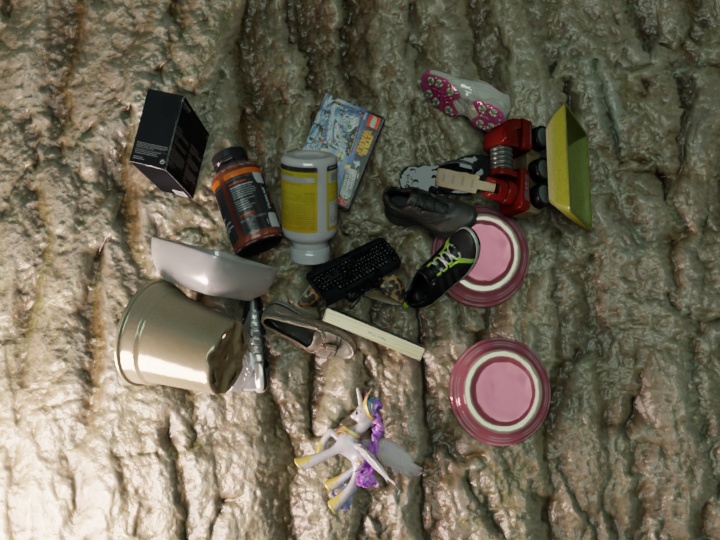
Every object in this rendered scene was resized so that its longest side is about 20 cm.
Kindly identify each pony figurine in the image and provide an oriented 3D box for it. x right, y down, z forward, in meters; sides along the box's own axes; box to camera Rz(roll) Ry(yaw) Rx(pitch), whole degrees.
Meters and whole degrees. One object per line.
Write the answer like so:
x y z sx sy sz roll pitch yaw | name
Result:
0.002 0.346 1.352 0.200 0.166 0.194 -45 75 10 | pony figurine

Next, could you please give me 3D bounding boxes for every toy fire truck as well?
0.257 -0.202 1.408 0.196 0.128 0.181 11 75 -30 | toy fire truck

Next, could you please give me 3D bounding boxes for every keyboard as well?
0.000 0.000 1.379 0.197 0.040 0.105 -28 68 -31 | keyboard

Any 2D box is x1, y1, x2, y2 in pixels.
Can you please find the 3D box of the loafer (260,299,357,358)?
-0.102 0.126 1.406 0.196 0.063 0.073 25 116 3 | loafer

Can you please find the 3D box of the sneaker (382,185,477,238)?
0.129 -0.118 1.412 0.195 0.091 0.078 9 69 21 | sneaker

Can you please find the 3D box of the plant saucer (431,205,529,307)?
0.238 -0.031 1.442 0.194 0.051 0.207 0 81 2 | plant saucer

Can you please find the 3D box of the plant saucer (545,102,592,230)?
0.400 -0.191 1.408 0.047 0.198 0.206 -5 80 28 | plant saucer

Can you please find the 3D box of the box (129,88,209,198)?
-0.364 -0.240 1.409 0.077 0.200 0.145 14 81 3 | box

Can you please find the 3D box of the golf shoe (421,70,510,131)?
0.217 -0.357 1.491 0.197 0.076 0.092 32 54 11 | golf shoe

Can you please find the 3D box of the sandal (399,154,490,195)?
0.177 -0.188 1.470 0.194 0.043 0.078 -11 81 0 | sandal

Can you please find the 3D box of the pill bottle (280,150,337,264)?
-0.098 -0.121 1.404 0.109 0.112 0.206 2 109 1 | pill bottle

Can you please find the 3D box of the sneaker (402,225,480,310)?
0.151 0.005 1.380 0.072 0.082 0.202 45 115 21 | sneaker

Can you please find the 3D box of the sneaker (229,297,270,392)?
-0.241 0.138 1.415 0.112 0.075 0.206 -6 82 3 | sneaker

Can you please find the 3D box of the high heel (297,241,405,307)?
-0.013 0.051 1.421 0.198 0.072 0.144 -34 76 -13 | high heel

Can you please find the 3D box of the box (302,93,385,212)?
-0.046 -0.240 1.484 0.134 0.040 0.204 22 83 5 | box

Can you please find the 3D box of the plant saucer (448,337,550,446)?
0.268 0.231 1.394 0.194 0.051 0.207 0 81 2 | plant saucer

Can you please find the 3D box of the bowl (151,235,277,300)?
-0.274 0.001 1.358 0.196 0.198 0.077 14 90 33 | bowl

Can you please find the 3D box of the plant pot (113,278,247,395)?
-0.312 0.136 1.331 0.179 0.200 0.206 14 81 19 | plant pot

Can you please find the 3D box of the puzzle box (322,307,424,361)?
0.027 0.119 1.382 0.196 0.133 0.026 22 89 5 | puzzle box

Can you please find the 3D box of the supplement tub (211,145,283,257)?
-0.229 -0.139 1.438 0.105 0.107 0.205 -21 81 -2 | supplement tub
